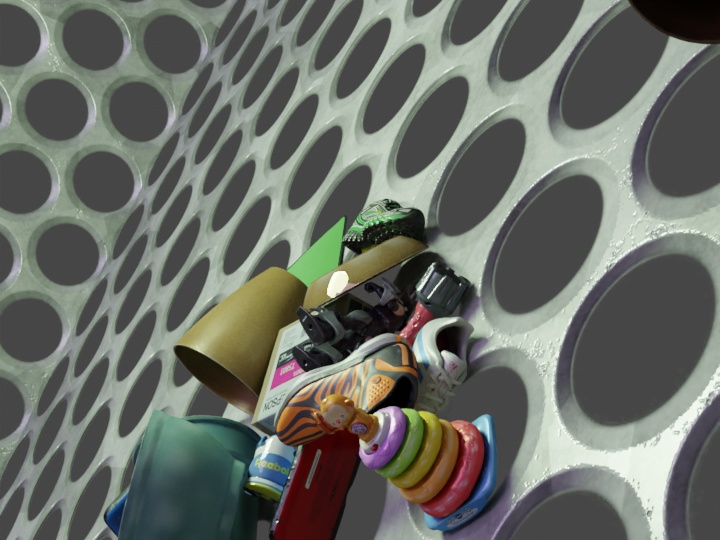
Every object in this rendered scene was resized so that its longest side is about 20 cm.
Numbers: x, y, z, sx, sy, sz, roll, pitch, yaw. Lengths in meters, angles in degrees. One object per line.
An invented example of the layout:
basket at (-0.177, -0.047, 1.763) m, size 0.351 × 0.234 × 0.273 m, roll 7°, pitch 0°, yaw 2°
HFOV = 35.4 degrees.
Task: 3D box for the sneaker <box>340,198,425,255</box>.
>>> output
sneaker at (0.036, -0.074, 1.662) m, size 0.200 × 0.078 × 0.086 m, roll -7°, pitch 56°, yaw 64°

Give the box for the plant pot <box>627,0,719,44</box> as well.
plant pot at (0.381, -0.372, 1.190) m, size 0.187 × 0.187 × 0.200 m, roll -37°, pitch 18°, yaw 44°

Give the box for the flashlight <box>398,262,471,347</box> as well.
flashlight at (0.057, 0.083, 1.436) m, size 0.201 × 0.068 × 0.068 m, roll -59°, pitch -12°, yaw 16°

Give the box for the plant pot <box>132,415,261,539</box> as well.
plant pot at (-0.226, 0.346, 1.601) m, size 0.200 × 0.199 × 0.197 m, roll -45°, pitch 36°, yaw 32°

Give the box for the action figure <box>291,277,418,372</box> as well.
action figure at (-0.001, 0.071, 1.472) m, size 0.069 × 0.199 × 0.131 m, roll 39°, pitch 123°, yaw 28°

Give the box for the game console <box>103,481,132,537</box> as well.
game console at (-0.333, 0.354, 1.822) m, size 0.118 × 0.171 × 0.200 m, roll 18°, pitch 56°, yaw 42°

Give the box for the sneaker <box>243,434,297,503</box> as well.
sneaker at (-0.112, 0.267, 1.504) m, size 0.200 × 0.073 × 0.083 m, roll 113°, pitch 172°, yaw -75°

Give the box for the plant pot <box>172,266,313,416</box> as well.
plant pot at (-0.165, 0.098, 1.788) m, size 0.201 × 0.186 × 0.186 m, roll -55°, pitch 19°, yaw -22°

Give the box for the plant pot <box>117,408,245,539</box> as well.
plant pot at (-0.221, 0.290, 1.428) m, size 0.200 × 0.133 × 0.202 m, roll -166°, pitch 90°, yaw -86°

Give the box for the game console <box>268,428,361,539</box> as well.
game console at (-0.074, 0.270, 1.450) m, size 0.118 × 0.172 × 0.201 m, roll 2°, pitch 62°, yaw 36°

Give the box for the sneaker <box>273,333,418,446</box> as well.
sneaker at (-0.018, 0.161, 1.297) m, size 0.200 × 0.078 × 0.112 m, roll -38°, pitch 32°, yaw 17°

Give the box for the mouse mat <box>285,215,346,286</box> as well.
mouse mat at (-0.086, 0.011, 1.916) m, size 0.200 × 0.007 × 0.162 m, roll -43°, pitch 28°, yaw 40°

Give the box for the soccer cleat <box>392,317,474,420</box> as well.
soccer cleat at (0.081, 0.141, 1.323) m, size 0.086 × 0.070 × 0.201 m, roll -25°, pitch 41°, yaw 53°

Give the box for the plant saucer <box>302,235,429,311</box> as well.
plant saucer at (0.000, 0.000, 1.553) m, size 0.199 × 0.036 × 0.200 m, roll -28°, pitch -1°, yaw -1°

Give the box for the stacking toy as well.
stacking toy at (0.042, 0.182, 1.188) m, size 0.116 × 0.199 × 0.110 m, roll -41°, pitch 29°, yaw 36°

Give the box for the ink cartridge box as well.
ink cartridge box at (-0.062, 0.143, 1.620) m, size 0.200 × 0.075 × 0.166 m, roll -30°, pitch 36°, yaw 49°
